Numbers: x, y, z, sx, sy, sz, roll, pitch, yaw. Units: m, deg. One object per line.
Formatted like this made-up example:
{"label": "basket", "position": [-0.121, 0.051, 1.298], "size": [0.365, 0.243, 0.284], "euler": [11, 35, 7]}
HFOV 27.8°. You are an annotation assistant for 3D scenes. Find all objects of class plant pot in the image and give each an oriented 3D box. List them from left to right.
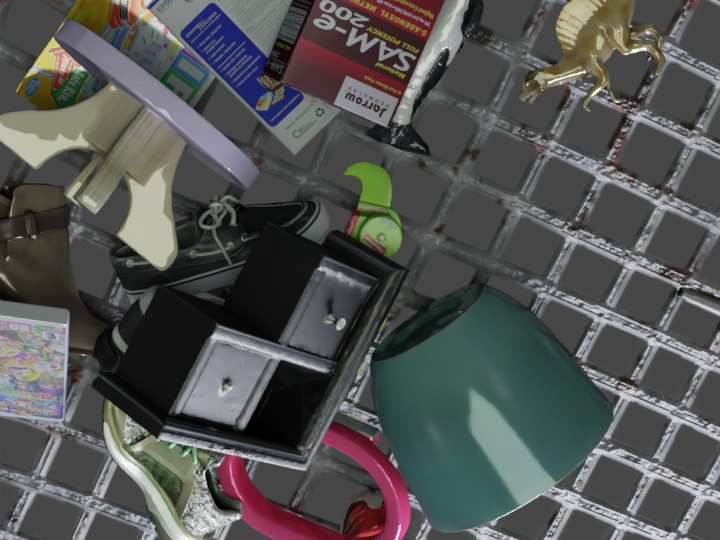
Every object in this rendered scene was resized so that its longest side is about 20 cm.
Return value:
{"label": "plant pot", "position": [0.103, 0.110, 1.318], "size": [0.200, 0.201, 0.161], "euler": [-32, 100, 5]}

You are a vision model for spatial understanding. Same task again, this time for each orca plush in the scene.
{"label": "orca plush", "position": [0.076, -0.197, 1.276], "size": [0.071, 0.105, 0.201], "euler": [16, 80, -50]}

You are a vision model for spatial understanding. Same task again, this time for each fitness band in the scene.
{"label": "fitness band", "position": [-0.045, 0.197, 1.357], "size": [0.199, 0.037, 0.144], "euler": [19, 116, 22]}

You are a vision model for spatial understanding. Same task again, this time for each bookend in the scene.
{"label": "bookend", "position": [-0.086, 0.047, 1.209], "size": [0.198, 0.092, 0.201], "euler": [24, 95, -53]}

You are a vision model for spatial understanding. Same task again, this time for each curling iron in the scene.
{"label": "curling iron", "position": [0.399, 0.048, 1.411], "size": [0.199, 0.026, 0.050], "euler": [18, 142, -8]}

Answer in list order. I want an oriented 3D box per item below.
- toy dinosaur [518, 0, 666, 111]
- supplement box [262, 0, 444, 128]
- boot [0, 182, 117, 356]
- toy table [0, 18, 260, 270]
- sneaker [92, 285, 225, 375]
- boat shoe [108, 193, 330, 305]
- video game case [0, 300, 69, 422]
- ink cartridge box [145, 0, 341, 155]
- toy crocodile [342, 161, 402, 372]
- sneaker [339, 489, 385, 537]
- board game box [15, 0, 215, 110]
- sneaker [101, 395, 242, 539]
{"label": "toy dinosaur", "position": [0.226, -0.215, 1.295], "size": [0.101, 0.058, 0.200], "euler": [34, 101, -14]}
{"label": "supplement box", "position": [0.010, -0.233, 1.212], "size": [0.108, 0.061, 0.201], "euler": [20, 98, -23]}
{"label": "boot", "position": [-0.284, -0.004, 1.304], "size": [0.199, 0.070, 0.147], "euler": [9, 92, -30]}
{"label": "toy table", "position": [-0.195, -0.098, 1.197], "size": [0.200, 0.184, 0.117], "euler": [38, 84, -4]}
{"label": "sneaker", "position": [-0.165, 0.079, 1.309], "size": [0.112, 0.073, 0.200], "euler": [-37, 148, 16]}
{"label": "boat shoe", "position": [-0.128, -0.032, 1.307], "size": [0.198, 0.074, 0.068], "euler": [-17, 123, 9]}
{"label": "video game case", "position": [-0.330, 0.078, 1.280], "size": [0.142, 0.018, 0.200], "euler": [8, 149, -8]}
{"label": "ink cartridge box", "position": [-0.087, -0.195, 1.246], "size": [0.095, 0.037, 0.200], "euler": [-43, 128, 5]}
{"label": "toy crocodile", "position": [0.000, 0.000, 1.335], "size": [0.061, 0.068, 0.201], "euler": [10, 104, -2]}
{"label": "sneaker", "position": [0.002, 0.317, 1.425], "size": [0.077, 0.085, 0.201], "euler": [1, 107, -5]}
{"label": "board game box", "position": [-0.188, -0.200, 1.267], "size": [0.134, 0.034, 0.200], "euler": [34, 101, -15]}
{"label": "sneaker", "position": [-0.171, 0.169, 1.359], "size": [0.088, 0.077, 0.201], "euler": [-18, 117, 15]}
